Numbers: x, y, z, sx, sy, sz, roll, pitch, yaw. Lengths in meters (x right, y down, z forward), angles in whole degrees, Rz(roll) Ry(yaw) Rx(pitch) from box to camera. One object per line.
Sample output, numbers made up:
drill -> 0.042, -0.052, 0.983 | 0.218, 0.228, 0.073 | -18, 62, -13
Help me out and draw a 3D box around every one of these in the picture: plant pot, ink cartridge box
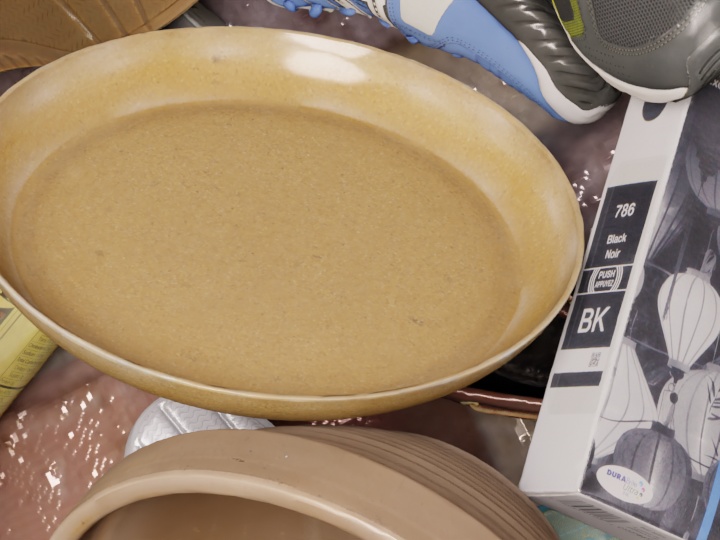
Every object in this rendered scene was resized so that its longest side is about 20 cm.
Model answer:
plant pot -> 0.006, 0.116, 0.758 | 0.200, 0.093, 0.202 | 18, 133, 21
plant pot -> -0.028, -0.014, 0.785 | 0.199, 0.200, 0.028 | 18, 127, 12
ink cartridge box -> 0.124, -0.005, 0.796 | 0.099, 0.039, 0.201 | 24, 74, -26

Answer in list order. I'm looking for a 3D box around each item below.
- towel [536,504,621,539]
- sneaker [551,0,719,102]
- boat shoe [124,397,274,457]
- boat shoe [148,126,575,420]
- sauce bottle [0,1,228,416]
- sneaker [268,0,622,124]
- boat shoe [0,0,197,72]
towel -> 0.070, 0.178, 0.827 | 0.146, 0.022, 0.201 | -16, 89, 13
sneaker -> 0.063, -0.129, 0.792 | 0.075, 0.084, 0.200 | -47, 42, 18
boat shoe -> -0.018, 0.131, 0.886 | 0.072, 0.071, 0.200 | -35, 89, -5
boat shoe -> 0.000, 0.000, 0.848 | 0.199, 0.070, 0.071 | 17, 100, -3
sauce bottle -> -0.117, -0.016, 0.906 | 0.066, 0.066, 0.200 | 40, 102, 8
sneaker -> 0.011, -0.117, 0.869 | 0.200, 0.076, 0.077 | 43, 120, 11
boat shoe -> -0.124, -0.108, 0.884 | 0.199, 0.065, 0.071 | -19, 112, 26
